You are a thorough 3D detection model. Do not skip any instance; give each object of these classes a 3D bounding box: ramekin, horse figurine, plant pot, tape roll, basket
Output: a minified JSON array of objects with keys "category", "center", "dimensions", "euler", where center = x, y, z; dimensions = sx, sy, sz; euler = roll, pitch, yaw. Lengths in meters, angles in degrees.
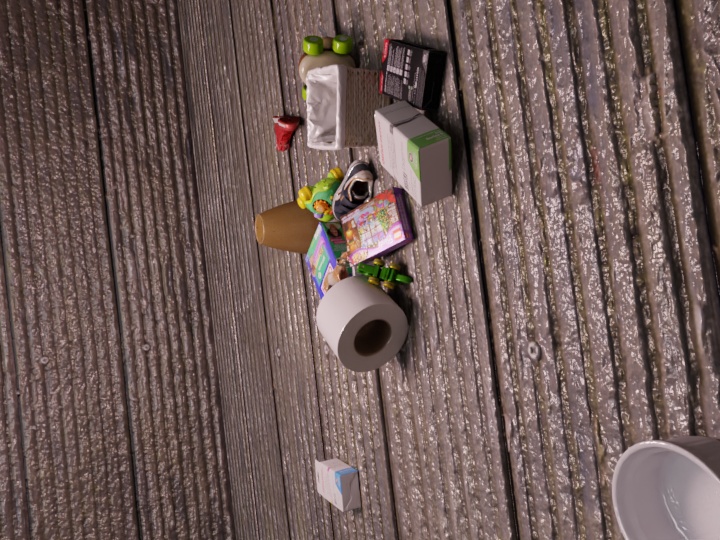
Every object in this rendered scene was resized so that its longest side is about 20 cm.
[{"category":"ramekin","center":[0.451,0.323,0.840],"dimensions":[0.200,0.096,0.204],"euler":[20,113,61]},{"category":"horse figurine","center":[-0.061,0.041,1.704],"dimensions":[0.200,0.049,0.135],"euler":[132,128,-61]},{"category":"plant pot","center":[-0.231,-0.139,1.996],"dimensions":[0.186,0.197,0.190],"euler":[18,110,62]},{"category":"tape roll","center":[0.003,0.134,1.579],"dimensions":[0.139,0.200,0.206],"euler":[46,135,50]},{"category":"basket","center":[-0.032,-0.412,1.588],"dimensions":[0.198,0.158,0.204],"euler":[22,116,60]}]

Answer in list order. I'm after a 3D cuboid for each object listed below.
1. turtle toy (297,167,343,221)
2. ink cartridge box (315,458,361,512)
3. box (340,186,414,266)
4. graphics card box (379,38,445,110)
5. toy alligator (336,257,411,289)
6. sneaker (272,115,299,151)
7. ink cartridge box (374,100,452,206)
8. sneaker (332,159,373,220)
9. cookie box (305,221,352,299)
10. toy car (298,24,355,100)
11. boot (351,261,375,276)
[{"category":"turtle toy","center":[-0.102,-0.206,1.814],"dimensions":[0.102,0.145,0.200],"euler":[55,167,4]},{"category":"ink cartridge box","center":[-0.075,0.674,1.987],"dimensions":[0.199,0.067,0.117],"euler":[-1,94,63]},{"category":"box","center":[0.038,-0.107,1.574],"dimensions":[0.199,0.039,0.139],"euler":[-26,72,42]},{"category":"graphics card box","center":[0.113,-0.446,1.412],"dimensions":[0.200,0.050,0.127],"euler":[44,133,54]},{"category":"toy alligator","center":[0.036,0.005,1.570],"dimensions":[0.054,0.197,0.060],"euler":[60,-133,-71]},{"category":"sneaker","center":[-0.246,-0.461,2.119],"dimensions":[0.200,0.077,0.117],"euler":[-129,31,-65]},{"category":"ink cartridge box","center":[0.115,-0.259,1.363],"dimensions":[0.201,0.083,0.147],"euler":[54,160,44]},{"category":"sneaker","center":[-0.022,-0.199,1.700],"dimensions":[0.202,0.077,0.080],"euler":[113,147,-41]},{"category":"cookie box","center":[-0.084,-0.015,1.861],"dimensions":[0.202,0.074,0.172],"euler":[65,146,32]},{"category":"toy car","center":[-0.104,-0.593,1.728],"dimensions":[0.202,0.155,0.166],"euler":[-107,16,-44]},{"category":"boot","center":[0.000,0.000,1.706],"dimensions":[0.095,0.072,0.204],"euler":[-154,72,-74]}]
